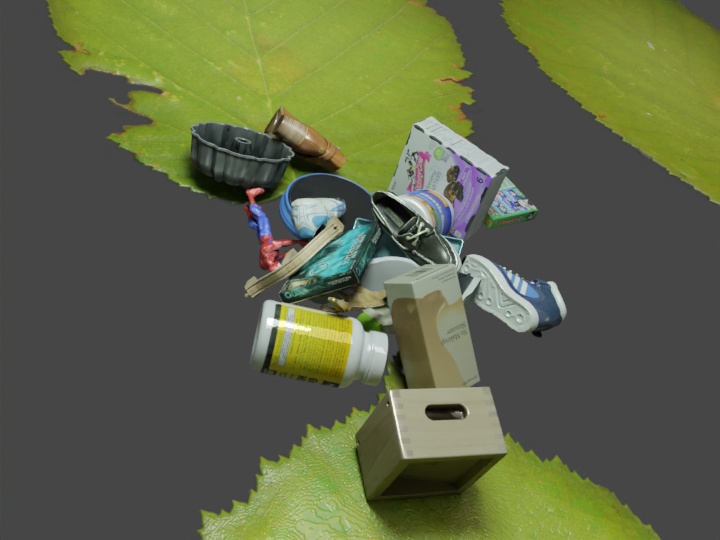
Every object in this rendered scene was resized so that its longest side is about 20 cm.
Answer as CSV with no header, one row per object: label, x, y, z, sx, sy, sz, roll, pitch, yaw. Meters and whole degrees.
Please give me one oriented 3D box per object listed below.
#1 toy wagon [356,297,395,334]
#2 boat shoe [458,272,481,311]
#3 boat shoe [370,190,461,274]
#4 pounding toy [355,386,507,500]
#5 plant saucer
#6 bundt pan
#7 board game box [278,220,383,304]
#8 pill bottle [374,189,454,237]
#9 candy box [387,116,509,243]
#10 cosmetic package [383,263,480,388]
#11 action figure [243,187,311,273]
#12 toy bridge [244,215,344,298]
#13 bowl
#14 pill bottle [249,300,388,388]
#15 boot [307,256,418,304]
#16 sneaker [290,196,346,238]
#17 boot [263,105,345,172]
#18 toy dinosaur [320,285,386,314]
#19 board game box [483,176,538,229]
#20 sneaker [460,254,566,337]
toy wagon,0.061,0.055,1.441,0.200,0.040,0.155,-37,41,-19
boat shoe,0.149,0.069,1.477,0.060,0.076,0.200,24,38,16
boat shoe,0.088,-0.060,1.424,0.200,0.064,0.071,42,86,19
pounding toy,0.107,0.235,1.210,0.199,0.184,0.143,1,56,-21
plant saucer,0.077,-0.040,1.466,0.199,0.019,0.070,13,75,19
bundt pan,-0.230,-0.213,1.595,0.201,0.076,0.202,15,22,-6
board game box,-0.045,-0.014,1.380,0.135,0.028,0.200,-17,20,20
pill bottle,0.110,-0.094,1.576,0.112,0.112,0.200,32,22,14
candy box,0.171,-0.182,1.680,0.200,0.168,0.071,37,41,20
cosmetic package,0.115,0.098,1.334,0.105,0.201,0.071,-23,14,-37
action figure,-0.146,-0.065,1.503,0.099,0.065,0.200,-3,45,-16
toy bridge,-0.113,-0.014,1.375,0.027,0.200,0.067,51,14,-13
bowl,-0.055,-0.116,1.616,0.200,0.039,0.201,12,41,-11
pill bottle,-0.064,0.119,1.300,0.199,0.113,0.113,13,41,-9
boot,0.000,0.000,1.446,0.199,0.074,0.096,-8,27,1
sneaker,-0.075,-0.094,1.482,0.072,0.073,0.200,2,8,15
boot,-0.113,-0.268,1.727,0.155,0.077,0.200,31,-1,-20
toy dinosaur,0.001,0.047,1.356,0.101,0.058,0.200,7,15,38
board game box,0.274,-0.175,1.822,0.134,0.029,0.200,-13,51,-32
sneaker,0.294,0.038,1.571,0.146,0.081,0.200,-9,43,-43
